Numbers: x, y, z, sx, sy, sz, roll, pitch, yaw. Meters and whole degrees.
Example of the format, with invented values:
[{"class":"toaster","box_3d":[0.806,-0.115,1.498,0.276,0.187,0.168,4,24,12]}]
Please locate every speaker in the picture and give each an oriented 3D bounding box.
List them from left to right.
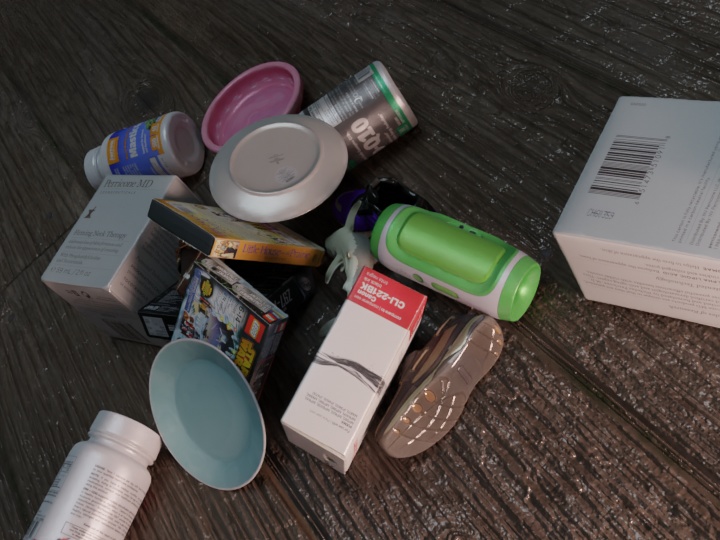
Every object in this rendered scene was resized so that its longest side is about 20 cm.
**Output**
[{"class":"speaker","box_3d":[0.112,-0.012,1.104,0.199,0.089,0.089,25,72,27]}]

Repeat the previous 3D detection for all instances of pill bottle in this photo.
[{"class":"pill bottle","box_3d":[-0.340,0.291,1.180,0.113,0.113,0.201,4,59,36]},{"class":"pill bottle","box_3d":[-0.382,-0.198,1.602,0.198,0.112,0.113,-13,50,25]},{"class":"pill bottle","box_3d":[-0.024,-0.211,1.365,0.199,0.113,0.114,-33,44,8]}]

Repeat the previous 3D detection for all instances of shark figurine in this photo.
[{"class":"shark figurine","box_3d":[0.007,0.002,1.205,0.129,0.089,0.215,-57,24,33]}]

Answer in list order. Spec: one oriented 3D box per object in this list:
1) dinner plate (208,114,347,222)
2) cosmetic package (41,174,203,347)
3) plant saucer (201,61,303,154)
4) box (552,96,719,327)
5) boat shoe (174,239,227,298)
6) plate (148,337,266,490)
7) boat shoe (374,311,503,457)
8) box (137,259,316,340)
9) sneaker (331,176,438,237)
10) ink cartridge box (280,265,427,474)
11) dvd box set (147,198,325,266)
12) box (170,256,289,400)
[{"class":"dinner plate","box_3d":[-0.116,-0.150,1.268,0.198,0.024,0.202,-6,54,8]},{"class":"cosmetic package","box_3d":[-0.330,-0.016,1.382,0.166,0.167,0.201,5,58,37]},{"class":"plant saucer","box_3d":[-0.177,-0.266,1.560,0.199,0.051,0.202,-19,48,22]},{"class":"box","box_3d":[0.345,-0.065,0.980,0.199,0.131,0.200,13,64,40]},{"class":"boat shoe","box_3d":[-0.222,-0.019,1.262,0.070,0.070,0.200,-47,10,18]},{"class":"plate","box_3d":[-0.188,0.177,1.147,0.199,0.202,0.026,2,16,35]},{"class":"boat shoe","box_3d":[0.083,0.130,1.058,0.200,0.075,0.073,-46,33,-18]},{"class":"box","box_3d":[-0.186,0.041,1.276,0.199,0.044,0.160,3,30,36]},{"class":"sneaker","box_3d":[0.028,-0.092,1.241,0.199,0.100,0.070,19,66,42]},{"class":"ink cartridge box","box_3d":[-0.007,0.117,1.049,0.083,0.144,0.201,25,73,8]},{"class":"dvd box set","box_3d":[-0.163,-0.049,1.224,0.146,0.199,0.030,28,105,37]},{"class":"box","box_3d":[-0.176,0.101,1.156,0.137,0.040,0.201,36,123,23]}]
